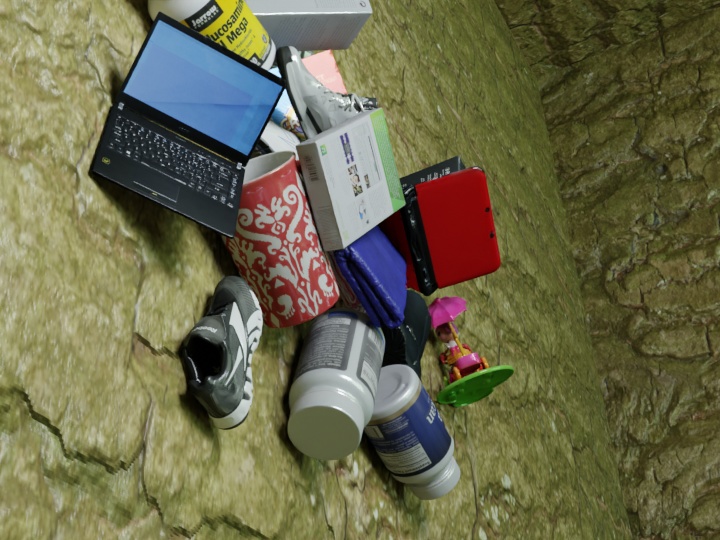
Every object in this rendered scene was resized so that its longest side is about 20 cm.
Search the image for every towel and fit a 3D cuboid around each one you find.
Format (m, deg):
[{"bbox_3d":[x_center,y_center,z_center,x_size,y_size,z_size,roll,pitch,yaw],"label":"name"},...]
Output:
[{"bbox_3d":[0.000,0.000,1.600,0.146,0.030,0.200,65,17,18],"label":"towel"},{"bbox_3d":[0.010,-0.012,1.532,0.148,0.050,0.200,53,16,-18],"label":"towel"}]

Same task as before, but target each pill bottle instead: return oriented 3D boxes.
[{"bbox_3d":[-0.033,0.151,1.446,0.114,0.114,0.200,60,23,-27],"label":"pill bottle"},{"bbox_3d":[-0.207,-0.335,1.430,0.200,0.112,0.112,51,28,-42],"label":"pill bottle"},{"bbox_3d":[0.074,0.249,1.636,0.200,0.111,0.111,60,23,-27],"label":"pill bottle"}]

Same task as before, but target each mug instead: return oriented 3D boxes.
[{"bbox_3d":[-0.093,-0.047,1.407,0.133,0.177,0.200,16,-50,62],"label":"mug"}]

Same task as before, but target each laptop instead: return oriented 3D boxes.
[{"bbox_3d":[-0.190,-0.166,1.244,0.177,0.103,0.200,26,40,-21],"label":"laptop"}]

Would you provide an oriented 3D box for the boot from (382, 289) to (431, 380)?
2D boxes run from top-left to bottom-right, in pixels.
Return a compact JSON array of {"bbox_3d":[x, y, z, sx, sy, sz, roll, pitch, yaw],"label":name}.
[{"bbox_3d":[0.059,0.087,1.780,0.168,0.076,0.200,-79,151,-48],"label":"boot"}]

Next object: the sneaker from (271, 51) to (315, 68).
[{"bbox_3d":[-0.140,-0.364,1.712,0.200,0.078,0.091,33,19,-55],"label":"sneaker"}]

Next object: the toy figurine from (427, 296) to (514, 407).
[{"bbox_3d":[0.179,0.139,2.009,0.200,0.150,0.184,78,-9,-69],"label":"toy figurine"}]

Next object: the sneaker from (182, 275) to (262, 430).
[{"bbox_3d":[-0.162,0.077,1.251,0.091,0.066,0.200,52,30,-47],"label":"sneaker"}]

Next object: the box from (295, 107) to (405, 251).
[{"bbox_3d":[-0.009,-0.125,1.445,0.200,0.036,0.144,-36,116,-56],"label":"box"}]

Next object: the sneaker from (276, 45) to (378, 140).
[{"bbox_3d":[-0.041,-0.247,1.529,0.076,0.115,0.201,-111,178,-48],"label":"sneaker"}]

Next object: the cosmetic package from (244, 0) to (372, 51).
[{"bbox_3d":[-0.097,-0.375,1.583,0.200,0.101,0.071,-8,71,-28],"label":"cosmetic package"}]

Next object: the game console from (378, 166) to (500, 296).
[{"bbox_3d":[0.100,-0.074,1.640,0.119,0.172,0.200,-37,132,-26],"label":"game console"}]

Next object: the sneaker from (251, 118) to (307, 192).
[{"bbox_3d":[-0.095,-0.150,1.548,0.200,0.074,0.087,49,42,-25],"label":"sneaker"}]

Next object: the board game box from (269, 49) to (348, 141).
[{"bbox_3d":[-0.078,-0.213,1.624,0.153,0.040,0.200,-25,97,-26],"label":"board game box"}]

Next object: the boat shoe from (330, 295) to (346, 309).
[{"bbox_3d":[-0.041,0.044,1.593,0.200,0.071,0.065,59,26,-3],"label":"boat shoe"}]

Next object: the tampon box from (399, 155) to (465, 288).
[{"bbox_3d":[0.113,-0.077,1.890,0.150,0.200,0.126,53,28,-38],"label":"tampon box"}]
